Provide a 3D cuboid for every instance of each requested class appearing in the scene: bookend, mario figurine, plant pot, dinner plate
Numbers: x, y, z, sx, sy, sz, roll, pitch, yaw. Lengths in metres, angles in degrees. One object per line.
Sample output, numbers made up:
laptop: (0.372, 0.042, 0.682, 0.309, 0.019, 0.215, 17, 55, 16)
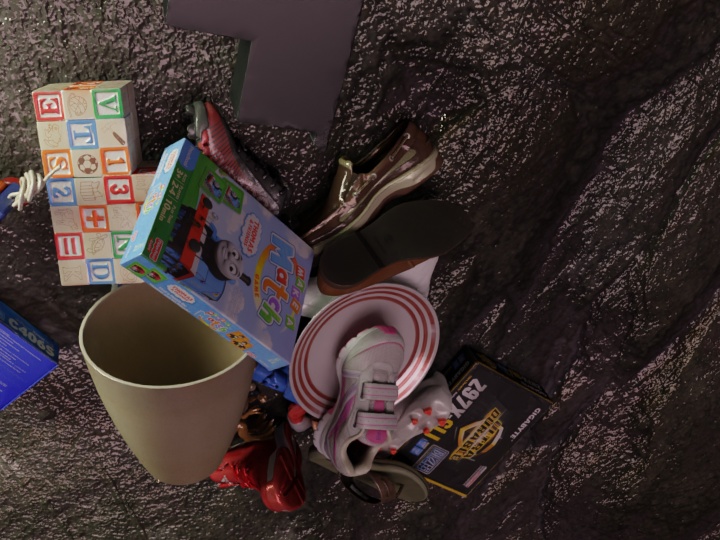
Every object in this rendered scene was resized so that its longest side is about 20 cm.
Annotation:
bookend: (-0.112, -0.239, 0.862, 0.199, 0.092, 0.200, 5, 120, -18)
mario figurine: (-0.065, 0.145, 1.135, 0.200, 0.123, 0.106, 42, 60, -25)
plant pot: (-0.204, 0.138, 0.970, 0.187, 0.187, 0.200, -6, 127, -14)
dinner plate: (0.004, 0.099, 1.061, 0.200, 0.024, 0.200, -13, 122, -21)

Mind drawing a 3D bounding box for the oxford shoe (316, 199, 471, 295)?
oxford shoe: (0.035, -0.026, 0.998, 0.200, 0.071, 0.071, -21, 164, -21)

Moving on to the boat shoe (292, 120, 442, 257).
boat shoe: (-0.007, -0.098, 0.996, 0.202, 0.075, 0.075, -38, 116, -6)

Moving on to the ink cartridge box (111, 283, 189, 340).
ink cartridge box: (-0.236, 0.010, 1.008, 0.099, 0.039, 0.200, 4, 120, -19)

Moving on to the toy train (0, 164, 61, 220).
toy train: (-0.387, -0.088, 0.853, 0.116, 0.085, 0.200, 42, 124, -19)

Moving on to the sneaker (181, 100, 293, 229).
sneaker: (-0.129, -0.102, 0.953, 0.098, 0.071, 0.201, -20, 126, -4)

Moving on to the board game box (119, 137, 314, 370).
board game box: (-0.133, -0.014, 0.876, 0.037, 0.151, 0.200, -20, 133, 33)

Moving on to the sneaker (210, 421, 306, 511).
sneaker: (-0.135, 0.266, 1.104, 0.115, 0.200, 0.078, -23, 96, 2)

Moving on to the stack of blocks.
stack of blocks: (-0.255, -0.089, 0.892, 0.115, 0.059, 0.200, -3, 109, -1)

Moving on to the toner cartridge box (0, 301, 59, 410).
toner cartridge box: (-0.445, 0.066, 0.975, 0.095, 0.043, 0.200, -38, 124, 6)

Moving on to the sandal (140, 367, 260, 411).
sandal: (-0.218, 0.151, 1.103, 0.200, 0.045, 0.075, 15, 121, -40)

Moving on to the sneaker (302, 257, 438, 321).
sneaker: (0.000, 0.000, 1.059, 0.200, 0.074, 0.116, 3, 117, -29)

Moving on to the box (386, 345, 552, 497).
box: (0.151, 0.219, 1.248, 0.160, 0.049, 0.200, 31, 108, -28)

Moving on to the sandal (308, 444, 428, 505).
sandal: (0.007, 0.283, 1.171, 0.201, 0.057, 0.080, 28, 142, -34)

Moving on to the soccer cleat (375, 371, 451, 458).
soccer cleat: (0.043, 0.207, 1.199, 0.200, 0.078, 0.069, -31, 120, 27)

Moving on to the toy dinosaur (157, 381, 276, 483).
toy dinosaur: (-0.171, 0.197, 1.113, 0.106, 0.060, 0.200, 19, 121, -25)

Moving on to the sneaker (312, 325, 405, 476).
sneaker: (0.012, 0.160, 1.030, 0.081, 0.088, 0.200, 3, 116, -29)
